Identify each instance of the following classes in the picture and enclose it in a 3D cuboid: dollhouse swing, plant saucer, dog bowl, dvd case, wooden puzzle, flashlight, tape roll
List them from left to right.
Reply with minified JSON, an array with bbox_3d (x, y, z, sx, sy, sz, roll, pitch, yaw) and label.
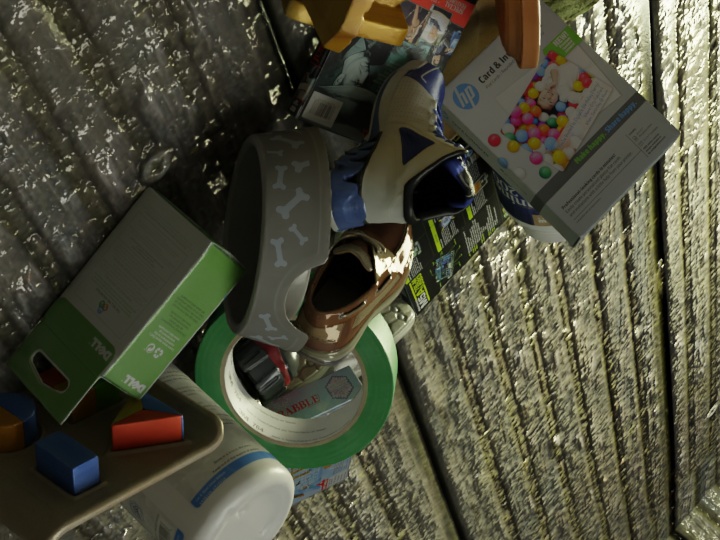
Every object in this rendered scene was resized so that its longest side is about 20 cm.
[{"bbox_3d":[-0.245,0.136,1.390,0.199,0.184,0.047,-31,132,-36],"label":"wooden puzzle"},{"bbox_3d":[-0.079,-0.030,1.449,0.058,0.201,0.202,4,128,-16],"label":"dog bowl"},{"bbox_3d":[-0.063,0.099,1.611,0.048,0.198,0.202,-77,-170,-63],"label":"tape roll"},{"bbox_3d":[-0.045,0.056,1.710,0.199,0.068,0.068,-38,116,-16],"label":"flashlight"},{"bbox_3d":[0.029,-0.213,1.501,0.145,0.022,0.202,15,104,-44],"label":"dvd case"},{"bbox_3d":[0.043,-0.270,1.324,0.180,0.176,0.202,8,118,-36],"label":"dollhouse swing"},{"bbox_3d":[0.076,-0.204,1.626,0.200,0.035,0.201,-37,149,-27],"label":"plant saucer"},{"bbox_3d":[0.139,-0.286,1.497,0.032,0.202,0.201,-6,146,2],"label":"plant saucer"}]

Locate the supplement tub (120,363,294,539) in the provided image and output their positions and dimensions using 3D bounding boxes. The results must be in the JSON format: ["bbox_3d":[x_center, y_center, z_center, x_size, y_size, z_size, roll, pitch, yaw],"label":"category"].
[{"bbox_3d":[-0.170,0.181,1.532,0.131,0.200,0.133,-36,150,-25],"label":"supplement tub"}]

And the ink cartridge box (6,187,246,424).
[{"bbox_3d":[-0.203,0.039,1.408,0.201,0.104,0.059,-51,142,-2],"label":"ink cartridge box"}]

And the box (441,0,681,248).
[{"bbox_3d":[0.193,-0.148,1.618,0.156,0.200,0.041,-43,172,-14],"label":"box"}]

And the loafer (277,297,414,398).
[{"bbox_3d":[-0.025,0.093,1.799,0.199,0.070,0.070,-28,150,-25],"label":"loafer"}]

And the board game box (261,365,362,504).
[{"bbox_3d":[-0.097,0.206,1.774,0.198,0.041,0.201,-23,151,-22],"label":"board game box"}]

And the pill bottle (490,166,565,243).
[{"bbox_3d":[0.195,-0.112,1.743,0.111,0.111,0.200,-45,152,-11],"label":"pill bottle"}]

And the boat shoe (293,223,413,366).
[{"bbox_3d":[0.000,0.000,1.507,0.072,0.075,0.201,99,15,-47],"label":"boat shoe"}]

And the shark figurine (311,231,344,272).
[{"bbox_3d":[0.016,-0.034,1.664,0.089,0.128,0.217,4,103,-42],"label":"shark figurine"}]

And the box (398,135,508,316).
[{"bbox_3d":[0.094,-0.070,1.805,0.193,0.047,0.200,-44,152,-11],"label":"box"}]

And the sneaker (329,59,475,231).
[{"bbox_3d":[0.056,-0.098,1.450,0.200,0.114,0.081,-60,151,-42],"label":"sneaker"}]

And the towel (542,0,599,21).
[{"bbox_3d":[0.252,-0.323,1.664,0.149,0.036,0.200,-52,-176,-2],"label":"towel"}]
